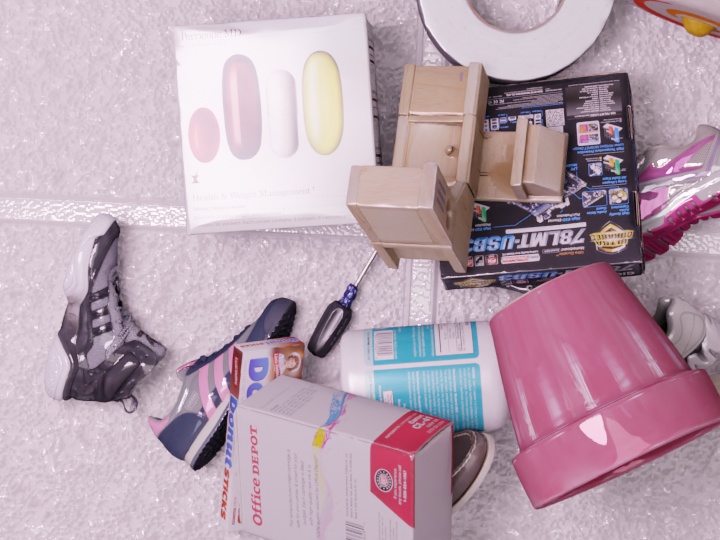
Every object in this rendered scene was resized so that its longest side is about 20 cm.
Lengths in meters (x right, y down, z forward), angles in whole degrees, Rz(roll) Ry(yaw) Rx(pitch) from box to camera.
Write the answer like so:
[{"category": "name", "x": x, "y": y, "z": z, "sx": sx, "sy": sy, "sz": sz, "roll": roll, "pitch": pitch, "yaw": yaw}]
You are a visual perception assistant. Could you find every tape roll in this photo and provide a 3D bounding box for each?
[{"category": "tape roll", "x": 0.154, "y": -0.288, "z": 1.576, "sx": 0.199, "sy": 0.066, "sz": 0.201, "roll": 0, "pitch": 93, "yaw": 2}]

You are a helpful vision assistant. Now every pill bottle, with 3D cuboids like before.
[{"category": "pill bottle", "x": 0.082, "y": 0.109, "z": 1.576, "sx": 0.199, "sy": 0.111, "sz": 0.111, "roll": -4, "pitch": 93, "yaw": 3}]

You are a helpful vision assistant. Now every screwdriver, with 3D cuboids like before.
[{"category": "screwdriver", "x": 0.000, "y": 0.000, "z": 1.614, "sx": 0.029, "sy": 0.028, "sz": 0.201, "roll": 23, "pitch": 97, "yaw": -27}]

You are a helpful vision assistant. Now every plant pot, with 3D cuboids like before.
[{"category": "plant pot", "x": 0.213, "y": 0.100, "z": 1.458, "sx": 0.199, "sy": 0.200, "sz": 0.180, "roll": -25, "pitch": 78, "yaw": 4}]

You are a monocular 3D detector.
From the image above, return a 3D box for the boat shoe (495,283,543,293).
[{"category": "boat shoe", "x": 0.185, "y": 0.022, "z": 1.586, "sx": 0.199, "sy": 0.075, "sz": 0.066, "roll": 23, "pitch": 95, "yaw": 2}]

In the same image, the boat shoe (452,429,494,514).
[{"category": "boat shoe", "x": 0.050, "y": 0.220, "z": 1.574, "sx": 0.059, "sy": 0.072, "sz": 0.200, "roll": 34, "pitch": 121, "yaw": -26}]

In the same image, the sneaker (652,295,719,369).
[{"category": "sneaker", "x": 0.266, "y": 0.104, "z": 1.569, "sx": 0.200, "sy": 0.075, "sz": 0.081, "roll": -46, "pitch": 125, "yaw": 11}]

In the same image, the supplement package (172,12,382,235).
[{"category": "supplement package", "x": -0.077, "y": -0.143, "z": 1.552, "sx": 0.190, "sy": 0.147, "sz": 0.201, "roll": -4, "pitch": 94, "yaw": 3}]

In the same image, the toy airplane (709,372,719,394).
[{"category": "toy airplane", "x": 0.452, "y": 0.100, "z": 1.546, "sx": 0.199, "sy": 0.141, "sz": 0.199, "roll": 27, "pitch": 126, "yaw": -12}]

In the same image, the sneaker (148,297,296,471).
[{"category": "sneaker", "x": -0.144, "y": 0.101, "z": 1.609, "sx": 0.082, "sy": 0.070, "sz": 0.200, "roll": 33, "pitch": 86, "yaw": 17}]

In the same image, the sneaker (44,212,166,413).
[{"category": "sneaker", "x": -0.248, "y": 0.047, "z": 1.608, "sx": 0.113, "sy": 0.075, "sz": 0.201, "roll": 16, "pitch": 99, "yaw": 1}]

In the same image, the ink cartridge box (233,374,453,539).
[{"category": "ink cartridge box", "x": -0.015, "y": 0.198, "z": 1.508, "sx": 0.199, "sy": 0.086, "sz": 0.148, "roll": 15, "pitch": 118, "yaw": 30}]

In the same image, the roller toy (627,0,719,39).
[{"category": "roller toy", "x": 0.344, "y": -0.292, "z": 1.505, "sx": 0.182, "sy": 0.200, "sz": 0.140, "roll": 19, "pitch": 94, "yaw": -4}]

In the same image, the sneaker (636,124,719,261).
[{"category": "sneaker", "x": 0.299, "y": -0.075, "z": 1.578, "sx": 0.199, "sy": 0.081, "sz": 0.089, "roll": -29, "pitch": 65, "yaw": 13}]

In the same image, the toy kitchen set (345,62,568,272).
[{"category": "toy kitchen set", "x": 0.098, "y": -0.118, "z": 1.454, "sx": 0.162, "sy": 0.180, "sz": 0.201, "roll": 3, "pitch": 73, "yaw": 15}]

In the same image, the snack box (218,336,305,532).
[{"category": "snack box", "x": -0.100, "y": 0.166, "z": 1.587, "sx": 0.072, "sy": 0.024, "sz": 0.201, "roll": -6, "pitch": 113, "yaw": -31}]

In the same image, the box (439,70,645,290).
[{"category": "box", "x": 0.173, "y": -0.087, "z": 1.548, "sx": 0.199, "sy": 0.050, "sz": 0.200, "roll": -6, "pitch": 73, "yaw": 12}]
